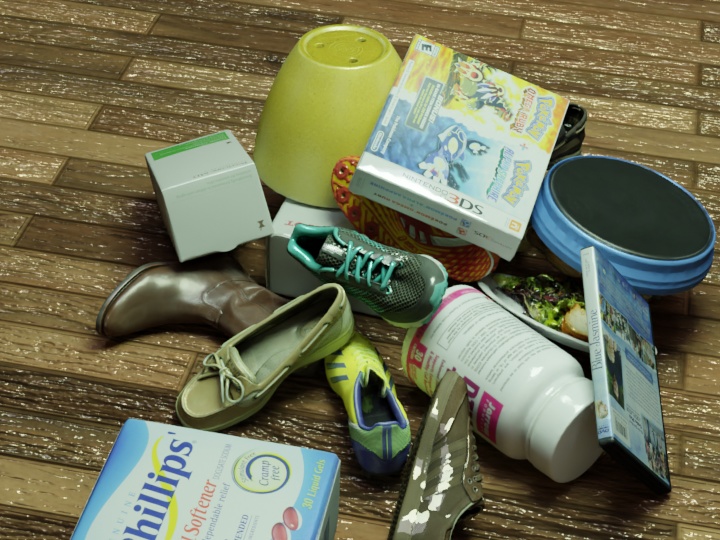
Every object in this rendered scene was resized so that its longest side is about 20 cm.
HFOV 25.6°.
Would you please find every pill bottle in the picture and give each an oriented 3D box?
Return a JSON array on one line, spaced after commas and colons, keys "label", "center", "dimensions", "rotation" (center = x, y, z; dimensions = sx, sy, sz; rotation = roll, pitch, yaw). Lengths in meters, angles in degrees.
[{"label": "pill bottle", "center": [0.143, 0.109, 1.520], "dimensions": [0.113, 0.114, 0.200], "rotation": [-26, 45, -33]}]

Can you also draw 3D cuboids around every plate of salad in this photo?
[{"label": "plate of salad", "center": [0.214, 0.036, 1.621], "dimensions": [0.198, 0.048, 0.200], "rotation": [19, 14, -5]}]

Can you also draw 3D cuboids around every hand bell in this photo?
[{"label": "hand bell", "center": [0.189, -0.033, 1.681], "dimensions": [0.103, 0.105, 0.200], "rotation": [-12, 25, -18]}]

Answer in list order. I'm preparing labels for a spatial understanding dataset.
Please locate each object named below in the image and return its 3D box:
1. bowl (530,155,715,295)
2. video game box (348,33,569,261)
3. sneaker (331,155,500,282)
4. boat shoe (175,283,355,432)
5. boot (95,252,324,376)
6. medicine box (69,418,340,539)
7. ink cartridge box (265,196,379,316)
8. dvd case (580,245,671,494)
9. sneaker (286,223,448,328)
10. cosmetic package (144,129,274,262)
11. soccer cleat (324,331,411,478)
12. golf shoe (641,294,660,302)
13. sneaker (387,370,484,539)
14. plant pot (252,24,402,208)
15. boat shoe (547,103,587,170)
[{"label": "bowl", "center": [0.274, -0.052, 1.640], "dimensions": [0.199, 0.040, 0.201], "rotation": [12, 35, -8]}, {"label": "video game box", "center": [0.104, -0.129, 1.623], "dimensions": [0.181, 0.047, 0.201], "rotation": [24, 56, -2]}, {"label": "sneaker", "center": [0.055, -0.052, 1.645], "dimensions": [0.199, 0.073, 0.077], "rotation": [35, 21, 8]}, {"label": "boat shoe", "center": [-0.095, 0.082, 1.534], "dimensions": [0.200, 0.063, 0.073], "rotation": [-30, 61, -7]}, {"label": "boot", "center": [-0.143, 0.060, 1.616], "dimensions": [0.199, 0.065, 0.186], "rotation": [36, 50, 29]}, {"label": "medicine box", "center": [-0.131, 0.236, 1.343], "dimensions": [0.198, 0.104, 0.183], "rotation": [9, 37, 7]}, {"label": "ink cartridge box", "center": [-0.007, -0.050, 1.743], "dimensions": [0.144, 0.088, 0.201], "rotation": [11, 36, 12]}, {"label": "dvd case", "center": [0.248, 0.094, 1.483], "dimensions": [0.017, 0.143, 0.202], "rotation": [-17, 57, 26]}, {"label": "sneaker", "center": [0.000, 0.000, 1.544], "dimensions": [0.091, 0.078, 0.199], "rotation": [22, -3, -42]}, {"label": "cosmetic package", "center": [-0.166, -0.083, 1.714], "dimensions": [0.107, 0.086, 0.200], "rotation": [-17, 17, -9]}, {"label": "soccer cleat", "center": [0.009, 0.112, 1.532], "dimensions": [0.064, 0.084, 0.201], "rotation": [-6, 38, -11]}, {"label": "golf shoe", "center": [0.268, -0.047, 1.750], "dimensions": [0.078, 0.098, 0.199], "rotation": [-27, 45, -32]}, {"label": "sneaker", "center": [0.079, 0.189, 1.436], "dimensions": [0.075, 0.071, 0.201], "rotation": [20, 59, -1]}, {"label": "plant pot", "center": [-0.020, -0.182, 1.727], "dimensions": [0.198, 0.143, 0.201], "rotation": [1, 35, -1]}, {"label": "boat shoe", "center": [0.184, -0.145, 1.730], "dimensions": [0.074, 0.074, 0.199], "rotation": [31, 30, 23]}]
